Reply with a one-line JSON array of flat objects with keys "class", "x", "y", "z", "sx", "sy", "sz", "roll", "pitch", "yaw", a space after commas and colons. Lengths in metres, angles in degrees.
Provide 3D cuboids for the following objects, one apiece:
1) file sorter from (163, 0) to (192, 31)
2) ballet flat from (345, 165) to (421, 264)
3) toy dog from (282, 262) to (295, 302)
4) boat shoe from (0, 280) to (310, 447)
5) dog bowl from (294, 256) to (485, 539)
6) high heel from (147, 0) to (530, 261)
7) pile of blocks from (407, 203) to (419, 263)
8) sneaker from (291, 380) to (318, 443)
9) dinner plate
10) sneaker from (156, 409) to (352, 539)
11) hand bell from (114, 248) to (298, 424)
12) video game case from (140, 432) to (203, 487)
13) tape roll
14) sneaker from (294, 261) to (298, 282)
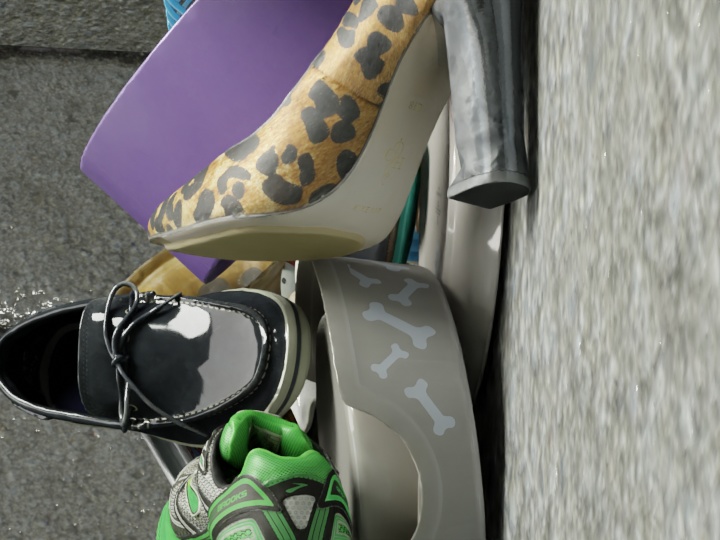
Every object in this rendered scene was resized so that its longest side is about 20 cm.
[{"class": "file sorter", "x": -0.056, "y": -0.184, "z": 1.354, "sx": 0.123, "sy": 0.139, "sz": 0.200, "roll": -51, "pitch": 1, "yaw": -5}, {"class": "ballet flat", "x": 0.000, "y": 0.000, "z": 1.048, "sx": 0.200, "sy": 0.073, "sz": 0.073, "roll": 86, "pitch": -177, "yaw": -50}, {"class": "toy dog", "x": -0.024, "y": -0.046, "z": 1.489, "sx": 0.096, "sy": 0.132, "sz": 0.200, "roll": -19, "pitch": 67, "yaw": 44}, {"class": "boat shoe", "x": -0.103, "y": 0.045, "z": 0.931, "sx": 0.200, "sy": 0.062, "sz": 0.075, "roll": -4, "pitch": 78, "yaw": 44}, {"class": "dog bowl", "x": 0.012, "y": 0.088, "z": 0.890, "sx": 0.200, "sy": 0.059, "sz": 0.200, "roll": 174, "pitch": 90, "yaw": -83}, {"class": "high heel", "x": -0.013, "y": -0.082, "z": 0.832, "sx": 0.071, "sy": 0.200, "sz": 0.143, "roll": 18, "pitch": -114, "yaw": -51}, {"class": "pile of blocks", "x": 0.012, "y": -0.051, "z": 1.145, "sx": 0.200, "sy": 0.062, "sz": 0.082, "roll": 98, "pitch": 173, "yaw": -60}, {"class": "sneaker", "x": -0.037, "y": 0.146, "z": 1.173, "sx": 0.080, "sy": 0.070, "sz": 0.201, "roll": 31, "pitch": 134, "yaw": 54}, {"class": "dinner plate", "x": 0.045, "y": -0.034, "z": 0.927, "sx": 0.200, "sy": 0.024, "sz": 0.201, "roll": -178, "pitch": 90, "yaw": -87}, {"class": "sneaker", "x": -0.039, "y": 0.099, "z": 0.836, "sx": 0.200, "sy": 0.078, "sz": 0.085, "roll": -173, "pitch": 83, "yaw": -73}, {"class": "hand bell", "x": -0.044, "y": 0.081, "z": 1.071, "sx": 0.104, "sy": 0.104, "sz": 0.200, "roll": -95, "pitch": -19, "yaw": -64}, {"class": "video game case", "x": -0.055, "y": 0.138, "z": 1.004, "sx": 0.200, "sy": 0.017, "sz": 0.143, "roll": 54, "pitch": -178, "yaw": 37}, {"class": "tape roll", "x": -0.038, "y": -0.094, "z": 0.957, "sx": 0.200, "sy": 0.085, "sz": 0.200, "roll": -47, "pitch": 1, "yaw": 1}, {"class": "sneaker", "x": -0.005, "y": -0.037, "z": 1.291, "sx": 0.085, "sy": 0.075, "sz": 0.200, "roll": 89, "pitch": -177, "yaw": -78}]
